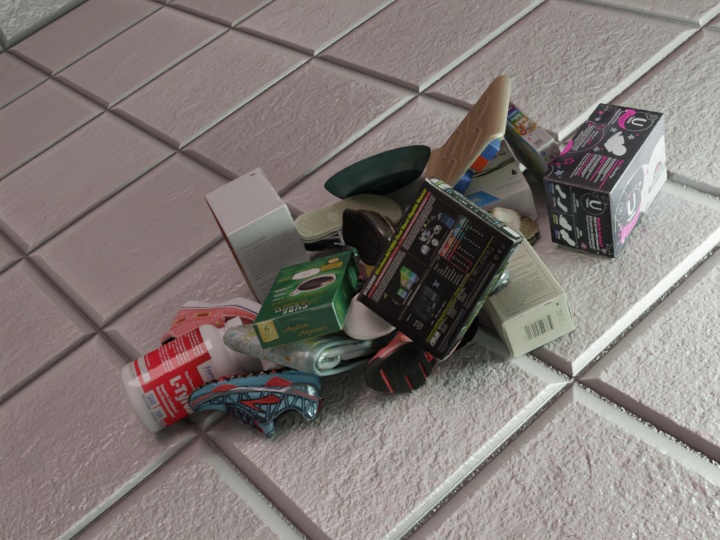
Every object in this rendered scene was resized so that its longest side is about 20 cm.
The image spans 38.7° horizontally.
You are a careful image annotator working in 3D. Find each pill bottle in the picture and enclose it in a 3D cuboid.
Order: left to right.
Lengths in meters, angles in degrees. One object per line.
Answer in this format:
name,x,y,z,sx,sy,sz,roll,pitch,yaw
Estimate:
pill bottle,-0.254,0.153,1.563,0.198,0.113,0.113,-28,36,-5

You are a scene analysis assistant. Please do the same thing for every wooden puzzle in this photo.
wooden puzzle,0.178,-0.198,1.656,0.200,0.046,0.187,-46,19,38

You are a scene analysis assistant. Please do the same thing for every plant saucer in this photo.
plant saucer,0.035,-0.162,1.785,0.197,0.036,0.200,-19,-8,-3

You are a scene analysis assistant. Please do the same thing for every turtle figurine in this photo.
turtle figurine,0.000,0.000,1.628,0.197,0.102,0.151,-12,43,-7

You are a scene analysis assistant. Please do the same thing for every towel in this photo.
towel,-0.075,0.109,1.492,0.169,0.049,0.199,8,6,33

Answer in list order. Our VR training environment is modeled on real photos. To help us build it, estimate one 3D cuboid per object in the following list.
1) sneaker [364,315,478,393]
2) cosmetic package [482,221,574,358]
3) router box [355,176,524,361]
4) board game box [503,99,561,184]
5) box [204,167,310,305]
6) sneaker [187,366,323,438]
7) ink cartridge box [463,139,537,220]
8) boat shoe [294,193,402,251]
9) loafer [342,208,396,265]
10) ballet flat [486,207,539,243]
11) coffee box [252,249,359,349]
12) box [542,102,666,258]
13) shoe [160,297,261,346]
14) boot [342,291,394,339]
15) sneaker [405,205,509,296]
sneaker,0.079,0.109,1.488,0.199,0.075,0.086,-32,26,-23
cosmetic package,0.222,0.024,1.497,0.102,0.074,0.201,-24,36,0
router box,0.106,-0.002,1.389,0.149,0.202,0.062,35,18,14
board game box,0.284,-0.200,1.688,0.034,0.135,0.201,-35,37,3
box,-0.154,-0.036,1.670,0.105,0.202,0.153,-28,35,-7
sneaker,-0.152,0.194,1.470,0.197,0.079,0.097,-9,81,8
ink cartridge box,0.211,-0.145,1.719,0.114,0.067,0.201,-21,37,5
boat shoe,-0.024,-0.079,1.765,0.197,0.063,0.075,-16,61,-16
loafer,0.026,-0.059,1.532,0.070,0.074,0.200,-4,17,-15
ballet flat,0.184,-0.068,1.595,0.196,0.076,0.069,-2,61,1
coffee box,-0.073,0.038,1.449,0.121,0.045,0.200,-15,19,12
box,0.378,-0.139,1.564,0.114,0.133,0.200,17,51,34
shoe,-0.234,0.100,1.660,0.198,0.072,0.091,0,43,36
boot,0.037,0.061,1.515,0.199,0.091,0.073,-28,75,-37
sneaker,0.126,-0.032,1.457,0.079,0.096,0.199,-37,47,-23
